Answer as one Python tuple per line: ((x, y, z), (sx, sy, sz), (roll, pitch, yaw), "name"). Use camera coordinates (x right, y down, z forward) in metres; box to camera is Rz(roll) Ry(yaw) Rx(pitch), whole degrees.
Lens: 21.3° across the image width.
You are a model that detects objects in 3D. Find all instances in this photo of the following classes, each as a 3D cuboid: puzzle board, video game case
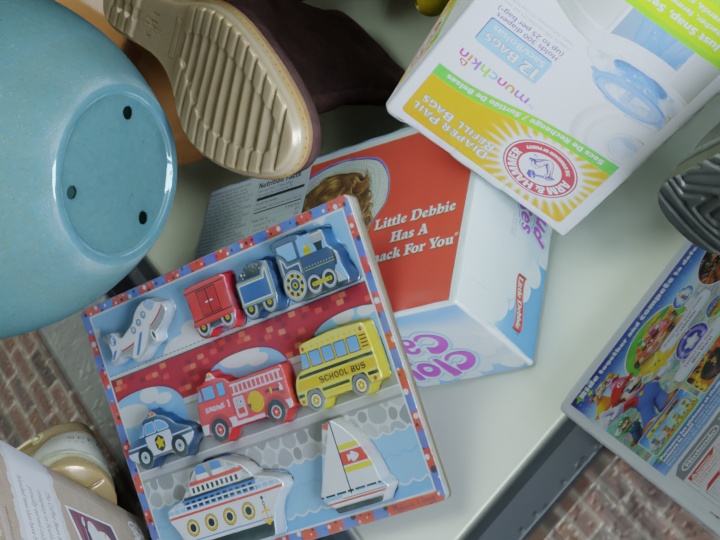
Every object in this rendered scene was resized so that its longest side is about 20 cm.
((-0.055, 0.065, 0.960), (0.199, 0.017, 0.152), (-22, 84, 39), "puzzle board")
((0.164, 0.031, 0.787), (0.144, 0.018, 0.200), (-53, 19, 1), "video game case")

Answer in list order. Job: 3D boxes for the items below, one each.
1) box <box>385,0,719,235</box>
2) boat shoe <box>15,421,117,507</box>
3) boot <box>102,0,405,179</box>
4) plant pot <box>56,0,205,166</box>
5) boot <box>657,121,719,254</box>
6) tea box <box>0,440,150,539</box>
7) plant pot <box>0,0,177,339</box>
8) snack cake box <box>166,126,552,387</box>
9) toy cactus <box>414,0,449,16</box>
((0.112, -0.123, 0.859), (0.102, 0.112, 0.200), (-60, 8, -35), "box")
((-0.213, 0.163, 1.093), (0.200, 0.074, 0.069), (-40, 28, 15), "boat shoe")
((-0.029, -0.107, 1.028), (0.200, 0.165, 0.073), (45, 121, 43), "boot")
((-0.138, -0.155, 1.169), (0.140, 0.200, 0.201), (35, 88, 36), "plant pot")
((0.220, -0.106, 0.802), (0.200, 0.073, 0.181), (-50, 19, -25), "boot")
((-0.194, 0.227, 0.963), (0.197, 0.133, 0.200), (-44, 39, 11), "tea box")
((-0.175, -0.055, 1.000), (0.134, 0.200, 0.202), (6, 65, 35), "plant pot")
((0.000, 0.000, 0.992), (0.199, 0.067, 0.116), (-14, 51, 39), "snack cake box")
((0.082, -0.205, 1.040), (0.165, 0.101, 0.202), (-101, 24, -70), "toy cactus")
